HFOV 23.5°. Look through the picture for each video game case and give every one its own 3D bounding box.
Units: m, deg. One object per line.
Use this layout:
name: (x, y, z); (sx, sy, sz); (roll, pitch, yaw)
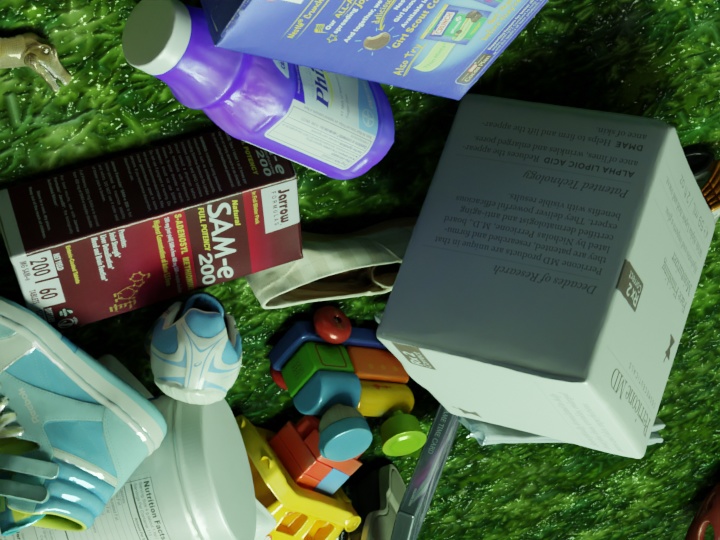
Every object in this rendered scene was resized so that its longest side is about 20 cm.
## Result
video game case: (0.064, 0.167, 1.524); (0.019, 0.200, 0.143); (20, 144, 8)

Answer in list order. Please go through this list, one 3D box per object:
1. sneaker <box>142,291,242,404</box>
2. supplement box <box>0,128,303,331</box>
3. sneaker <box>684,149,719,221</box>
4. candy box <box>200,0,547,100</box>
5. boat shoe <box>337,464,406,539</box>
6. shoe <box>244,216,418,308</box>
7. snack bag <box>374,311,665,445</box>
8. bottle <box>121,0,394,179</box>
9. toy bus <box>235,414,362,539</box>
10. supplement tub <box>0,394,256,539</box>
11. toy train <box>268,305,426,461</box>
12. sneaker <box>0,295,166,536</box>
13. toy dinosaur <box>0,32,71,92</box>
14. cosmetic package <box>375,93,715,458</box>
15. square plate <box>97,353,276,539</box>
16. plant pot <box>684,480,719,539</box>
sneaker: (-0.119, 0.049, 1.266); (0.072, 0.200, 0.073); (18, 93, -10)
supplement box: (-0.144, -0.030, 1.206); (0.200, 0.061, 0.109); (-17, 149, -9)
sneaker: (0.213, -0.025, 1.425); (0.200, 0.076, 0.092); (-18, 152, -6)
candy box: (0.024, -0.198, 1.047); (0.200, 0.077, 0.169); (7, 138, -40)
boat shoe: (0.004, 0.249, 1.611); (0.063, 0.200, 0.073); (-21, 107, 15)
shoe: (0.000, 0.000, 1.344); (0.200, 0.053, 0.070); (-3, 143, -28)
snack bag: (0.127, 0.082, 1.425); (0.200, 0.189, 0.021); (4, 120, -35)
bottle: (-0.063, -0.120, 1.102); (0.065, 0.084, 0.200); (-37, 144, 27)
toy bus: (-0.093, 0.193, 1.516); (0.192, 0.136, 0.200); (-47, 139, 13)
supplement tub: (-0.191, 0.171, 1.307); (0.200, 0.132, 0.132); (-15, 149, 8)
toy train: (0.027, 0.105, 1.456); (0.200, 0.116, 0.085); (9, 137, -39)
sneaker: (-0.242, 0.103, 1.182); (0.200, 0.131, 0.080); (36, 155, -10)
toy dinosaur: (-0.258, -0.136, 1.004); (0.101, 0.058, 0.200); (-48, 150, 11)
cosmetic package: (0.139, 0.005, 1.251); (0.165, 0.200, 0.165); (11, 161, 28)
square plate: (-0.205, 0.199, 1.400); (0.198, 0.028, 0.200); (-41, 101, 15)
plant pot: (0.481, 0.286, 1.936); (0.200, 0.201, 0.183); (-8, 137, -21)
